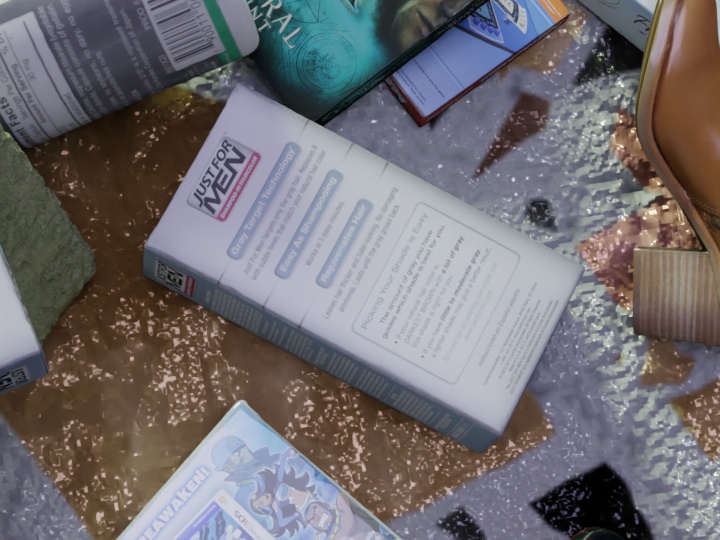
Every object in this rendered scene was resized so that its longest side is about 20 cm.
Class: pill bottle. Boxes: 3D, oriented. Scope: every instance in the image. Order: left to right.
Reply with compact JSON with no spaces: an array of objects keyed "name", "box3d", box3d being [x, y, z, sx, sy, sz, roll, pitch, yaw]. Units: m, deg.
[{"name":"pill bottle","box3d":[-0.160,-0.123,1.029,0.200,0.113,0.113,-22,80,1]}]

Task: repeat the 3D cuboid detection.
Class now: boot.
[{"name":"boot","box3d":[0.218,-0.057,1.058,0.154,0.074,0.200,1,104,10]}]

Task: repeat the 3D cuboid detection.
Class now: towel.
[{"name":"towel","box3d":[-0.207,-0.006,0.975,0.036,0.200,0.148,25,72,34]}]

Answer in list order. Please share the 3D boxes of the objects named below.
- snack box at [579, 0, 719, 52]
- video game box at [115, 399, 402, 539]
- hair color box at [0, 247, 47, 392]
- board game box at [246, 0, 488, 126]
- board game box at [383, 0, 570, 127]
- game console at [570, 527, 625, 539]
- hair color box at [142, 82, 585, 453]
[{"name":"snack box","box3d":[0.213,-0.164,1.122,0.200,0.053,0.142,39,75,3]},{"name":"video game box","box3d":[-0.056,0.197,1.009,0.182,0.047,0.200,41,75,2]},{"name":"hair color box","box3d":[-0.233,0.029,0.807,0.200,0.061,0.099,-22,81,-9]},{"name":"board game box","box3d":[-0.031,-0.192,1.089,0.135,0.028,0.200,-37,83,10]},{"name":"board game box","box3d":[0.012,-0.185,1.122,0.103,0.019,0.200,-36,83,-11]},{"name":"game console","box3d":[0.132,0.250,0.973,0.172,0.119,0.200,44,74,-20]},{"name":"hair color box","box3d":[0.000,0.000,1.055,0.200,0.061,0.099,28,75,0]}]
